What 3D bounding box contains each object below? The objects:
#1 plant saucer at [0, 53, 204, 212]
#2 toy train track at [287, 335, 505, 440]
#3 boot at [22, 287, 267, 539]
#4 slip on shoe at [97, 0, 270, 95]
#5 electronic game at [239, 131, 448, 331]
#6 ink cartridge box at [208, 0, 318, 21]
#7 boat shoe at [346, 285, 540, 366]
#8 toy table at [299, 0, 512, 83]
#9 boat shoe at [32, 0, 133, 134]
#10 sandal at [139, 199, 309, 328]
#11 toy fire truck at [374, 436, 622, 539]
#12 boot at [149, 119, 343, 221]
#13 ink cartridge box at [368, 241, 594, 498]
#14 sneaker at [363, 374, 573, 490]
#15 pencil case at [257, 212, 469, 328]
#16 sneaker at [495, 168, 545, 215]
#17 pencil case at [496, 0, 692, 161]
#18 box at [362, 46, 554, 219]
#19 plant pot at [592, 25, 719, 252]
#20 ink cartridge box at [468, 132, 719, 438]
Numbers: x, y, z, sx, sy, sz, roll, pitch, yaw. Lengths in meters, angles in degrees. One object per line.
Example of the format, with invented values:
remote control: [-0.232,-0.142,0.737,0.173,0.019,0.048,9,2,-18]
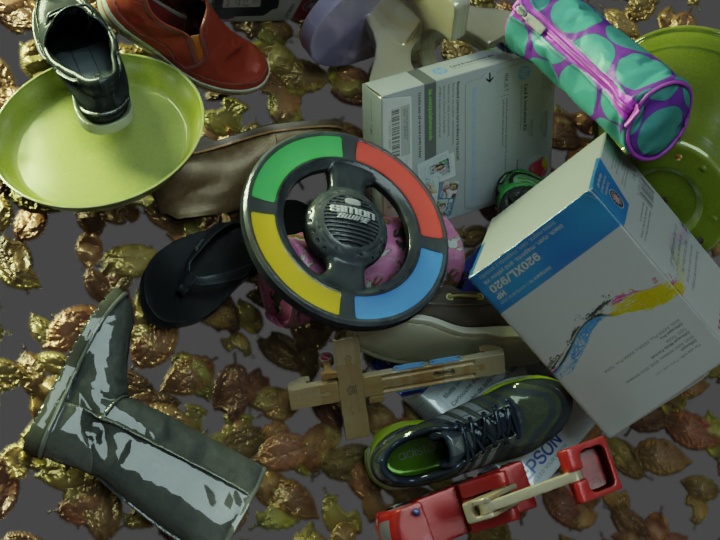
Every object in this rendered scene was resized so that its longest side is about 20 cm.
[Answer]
plant saucer: [-0.239,-0.121,1.676,0.198,0.031,0.201,-4,49,4]
toy train track: [0.031,0.092,1.663,0.198,0.115,0.033,-9,35,-4]
boot: [-0.172,0.133,1.597,0.199,0.073,0.183,24,75,1]
slip on shoe: [-0.158,-0.226,1.740,0.199,0.061,0.075,29,51,-39]
electronic game: [-0.013,-0.037,1.638,0.199,0.042,0.201,11,58,-18]
ink cartridge box: [-0.107,-0.310,1.779,0.199,0.146,0.083,-5,70,-20]
boat shoe: [0.081,0.046,1.686,0.198,0.072,0.060,4,55,-14]
toy table: [0.055,-0.234,1.796,0.199,0.184,0.117,-35,64,-11]
boat shoe: [-0.262,-0.212,1.693,0.074,0.066,0.200,-15,49,-9]
sandal: [-0.123,-0.016,1.698,0.200,0.043,0.076,-32,79,-28]
toy fire truck: [0.116,0.203,1.602,0.199,0.141,0.049,-19,86,-11]
boot: [-0.105,-0.097,1.736,0.199,0.074,0.076,-15,86,-17]
ink cartridge box: [0.141,0.090,1.741,0.200,0.041,0.200,42,61,4]
sneaker: [0.098,0.152,1.636,0.199,0.081,0.074,-23,92,2]
pencil case: [0.000,0.000,1.699,0.199,0.083,0.087,-8,67,-29]
sneaker: [0.214,-0.038,1.792,0.200,0.078,0.085,36,24,-25]
pencil case: [0.213,-0.185,1.661,0.092,0.085,0.200,12,27,-47]
box: [0.096,-0.128,1.766,0.199,0.157,0.041,-18,36,-24]
plant pot: [0.306,-0.106,1.757,0.200,0.201,0.193,33,33,-2]
ink cartridge box: [0.222,0.014,1.641,0.200,0.144,0.147,48,25,-10]
